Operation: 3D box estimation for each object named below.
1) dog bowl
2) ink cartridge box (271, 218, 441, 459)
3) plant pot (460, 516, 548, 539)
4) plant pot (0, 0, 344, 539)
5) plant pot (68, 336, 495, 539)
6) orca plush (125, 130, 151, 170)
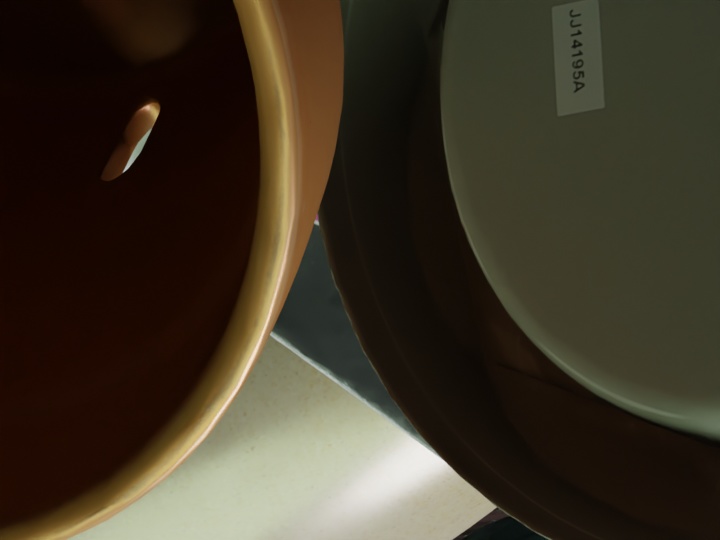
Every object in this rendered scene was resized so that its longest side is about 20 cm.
[{"bbox_3d":[0.083,-0.040,0.545,0.199,0.201,0.059,-5,171,38],"label":"dog bowl"},{"bbox_3d":[0.056,0.013,0.698,0.200,0.095,0.037,36,-165,-19],"label":"ink cartridge box"},{"bbox_3d":[0.139,0.120,0.590,0.195,0.201,0.200,-23,150,32],"label":"plant pot"},{"bbox_3d":[-0.086,-0.064,0.529,0.199,0.140,0.201,9,122,14],"label":"plant pot"},{"bbox_3d":[0.000,0.000,0.790,0.199,0.188,0.187,-24,150,28],"label":"plant pot"},{"bbox_3d":[-0.059,-0.089,0.659,0.071,0.105,0.200,49,167,31],"label":"orca plush"}]
